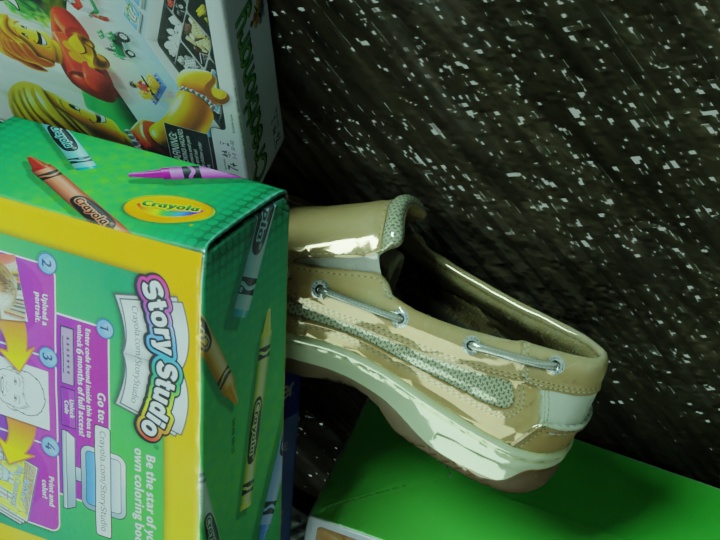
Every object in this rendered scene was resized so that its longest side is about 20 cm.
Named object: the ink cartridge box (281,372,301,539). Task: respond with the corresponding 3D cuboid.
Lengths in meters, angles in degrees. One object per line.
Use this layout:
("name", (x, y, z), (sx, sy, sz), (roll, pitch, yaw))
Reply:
("ink cartridge box", (-0.099, 0.084, 0.906), (0.136, 0.076, 0.200), (21, 118, 34))

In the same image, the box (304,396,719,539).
("box", (0.076, 0.162, 0.926), (0.200, 0.097, 0.177), (19, 131, 10))

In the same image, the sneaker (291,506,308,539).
("sneaker", (-0.055, 0.157, 1.085), (0.200, 0.073, 0.114), (27, 154, -4))

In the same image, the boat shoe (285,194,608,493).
("boat shoe", (0.000, 0.000, 0.805), (0.200, 0.072, 0.076), (28, 124, 1))

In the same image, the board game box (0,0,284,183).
("board game box", (-0.095, -0.108, 0.718), (0.126, 0.035, 0.200), (18, 150, 14))

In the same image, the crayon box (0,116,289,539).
("crayon box", (-0.092, 0.056, 0.791), (0.119, 0.058, 0.200), (16, 119, 24))
